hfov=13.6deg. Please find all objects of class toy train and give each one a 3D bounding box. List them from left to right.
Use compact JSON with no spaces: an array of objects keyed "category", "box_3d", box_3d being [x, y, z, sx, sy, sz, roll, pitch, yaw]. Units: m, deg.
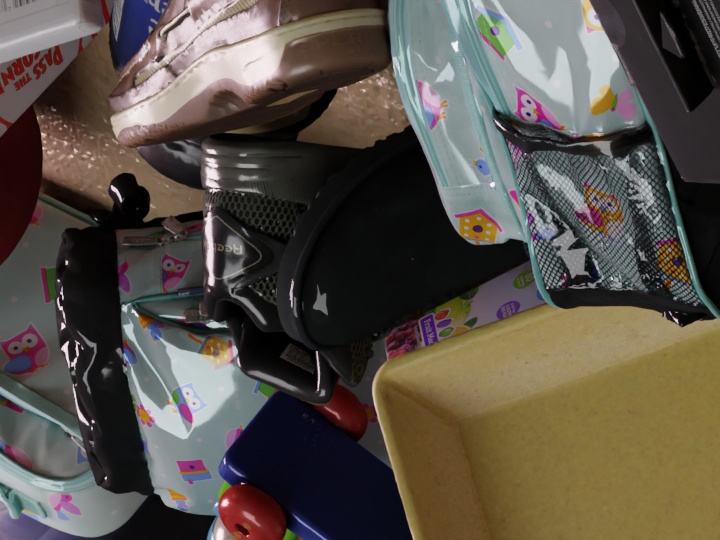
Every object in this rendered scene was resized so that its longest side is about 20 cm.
[{"category":"toy train","box_3d":[0.018,0.150,1.397,0.200,0.085,0.116,37,149,5]}]

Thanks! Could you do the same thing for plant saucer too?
[{"category":"plant saucer","box_3d":[0.125,0.107,1.314,0.199,0.201,0.048,-20,160,11]}]

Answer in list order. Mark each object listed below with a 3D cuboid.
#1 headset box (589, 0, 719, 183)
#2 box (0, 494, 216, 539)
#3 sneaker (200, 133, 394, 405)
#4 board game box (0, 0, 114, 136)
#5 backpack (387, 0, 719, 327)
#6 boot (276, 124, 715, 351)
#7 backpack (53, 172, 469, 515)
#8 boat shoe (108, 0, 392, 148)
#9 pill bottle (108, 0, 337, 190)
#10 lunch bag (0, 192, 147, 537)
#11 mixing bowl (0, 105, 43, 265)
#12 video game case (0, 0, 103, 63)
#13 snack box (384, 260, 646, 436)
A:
[{"category":"headset box","box_3d":[0.148,-0.137,1.042,0.077,0.200,0.149,1,131,45]},{"category":"box","box_3d":[-0.162,0.151,1.717,0.199,0.199,0.124,8,137,39]},{"category":"sneaker","box_3d":[0.000,0.000,1.367,0.076,0.199,0.115,11,96,38]},{"category":"board game box","box_3d":[-0.229,-0.127,1.419,0.199,0.152,0.046,20,143,30]},{"category":"backpack","box_3d":[0.101,-0.104,1.157,0.153,0.176,0.201,11,135,31]},{"category":"boot","box_3d":[0.083,-0.015,1.270,0.162,0.198,0.074,23,138,39]},{"category":"backpack","box_3d":[-0.041,0.044,1.482,0.199,0.127,0.167,-4,134,5]},{"category":"boat shoe","box_3d":[-0.048,-0.101,1.228,0.202,0.074,0.075,-15,87,59]},{"category":"pill bottle","box_3d":[-0.054,-0.125,1.346,0.112,0.112,0.200,33,147,10]},{"category":"lunch bag","box_3d":[-0.177,0.047,1.636,0.199,0.161,0.077,26,151,23]},{"category":"mixing bowl","box_3d":[-0.242,-0.057,1.584,0.199,0.201,0.108,19,-179,29]},{"category":"video game case","box_3d":[-0.210,-0.167,1.328,0.199,0.183,0.023,-15,167,27]},{"category":"snack box","box_3d":[0.119,0.085,1.414,0.142,0.053,0.200,-27,118,8]}]
